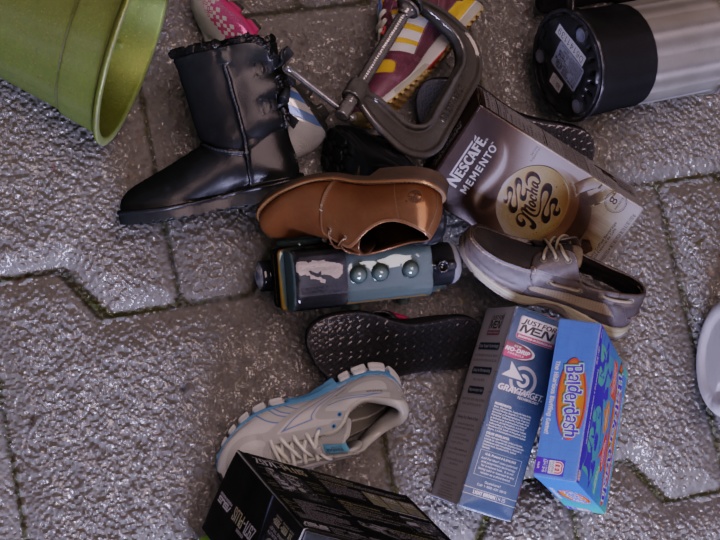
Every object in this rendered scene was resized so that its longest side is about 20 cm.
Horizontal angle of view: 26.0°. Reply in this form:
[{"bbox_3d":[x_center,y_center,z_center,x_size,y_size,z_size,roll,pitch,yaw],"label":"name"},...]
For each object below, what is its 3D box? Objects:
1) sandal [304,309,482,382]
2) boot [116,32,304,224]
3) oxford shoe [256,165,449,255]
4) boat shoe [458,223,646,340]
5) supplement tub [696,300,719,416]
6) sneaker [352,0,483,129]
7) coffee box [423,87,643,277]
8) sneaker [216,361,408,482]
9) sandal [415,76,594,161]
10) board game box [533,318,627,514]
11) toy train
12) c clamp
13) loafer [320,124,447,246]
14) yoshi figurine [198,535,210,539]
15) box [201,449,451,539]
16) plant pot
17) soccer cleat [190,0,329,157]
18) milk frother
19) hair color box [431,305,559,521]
[{"bbox_3d":[0.030,0.073,1.560,0.199,0.045,0.075,0,104,-30],"label":"sandal"},{"bbox_3d":[-0.150,-0.136,1.499,0.197,0.073,0.163,-12,98,-2],"label":"boot"},{"bbox_3d":[-0.016,-0.047,1.438,0.071,0.199,0.072,40,52,-47],"label":"oxford shoe"},{"bbox_3d":[0.191,-0.004,1.528,0.199,0.073,0.075,23,36,-17],"label":"boat shoe"},{"bbox_3d":[0.467,0.098,1.635,0.199,0.132,0.133,6,78,-14],"label":"supplement tub"},{"bbox_3d":[0.037,-0.232,1.609,0.090,0.075,0.200,42,64,1],"label":"sneaker"},{"bbox_3d":[0.170,-0.081,1.583,0.200,0.080,0.113,31,108,-10],"label":"coffee box"},{"bbox_3d":[-0.044,0.156,1.480,0.200,0.087,0.075,-28,113,-5],"label":"sneaker"},{"bbox_3d":[0.146,-0.145,1.634,0.199,0.043,0.076,21,103,-12],"label":"sandal"},{"bbox_3d":[0.218,0.147,1.522,0.045,0.200,0.153,7,76,18],"label":"board game box"},{"bbox_3d":[0.000,0.000,1.520,0.199,0.114,0.086,-4,96,-16],"label":"toy train"},{"bbox_3d":[0.039,-0.201,1.529,0.171,0.027,0.200,45,55,-13],"label":"c clamp"},{"bbox_3d":[0.033,-0.087,1.526,0.070,0.201,0.068,-1,119,-33],"label":"loafer"},{"bbox_3d":[-0.077,0.323,1.449,0.200,0.112,0.113,30,79,-6],"label":"yoshi figurine"},{"bbox_3d":[-0.018,0.254,1.411,0.200,0.164,0.086,19,99,-31],"label":"box"},{"bbox_3d":[-0.297,-0.244,1.462,0.189,0.200,0.201,20,74,0],"label":"plant pot"},{"bbox_3d":[-0.117,-0.192,1.554,0.086,0.070,0.200,-40,89,-9],"label":"soccer cleat"},{"bbox_3d":[0.293,-0.271,1.608,0.188,0.200,0.181,-14,75,-29],"label":"milk frother"},{"bbox_3d":[0.136,0.139,1.533,0.060,0.100,0.201,18,84,-12],"label":"hair color box"}]
